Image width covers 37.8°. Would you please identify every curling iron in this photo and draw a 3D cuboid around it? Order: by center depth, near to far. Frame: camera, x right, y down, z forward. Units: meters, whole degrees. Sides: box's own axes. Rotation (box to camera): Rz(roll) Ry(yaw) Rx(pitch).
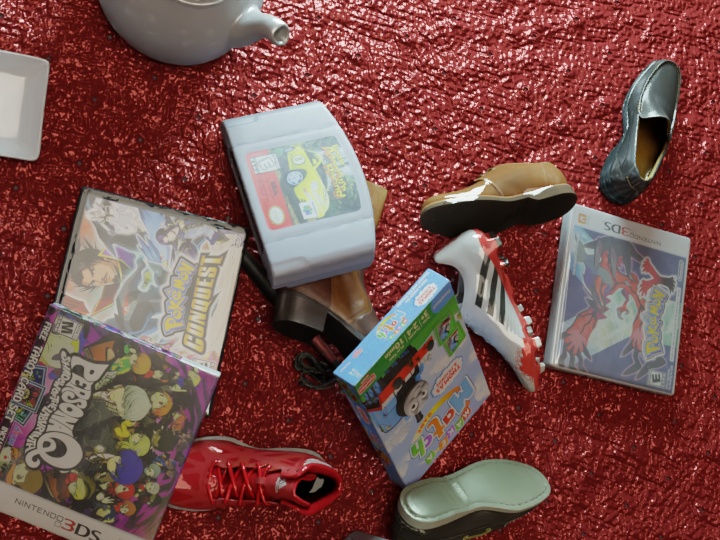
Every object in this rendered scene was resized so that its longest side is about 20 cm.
[{"bbox_3d":[-0.087,0.045,1.134,0.049,0.025,0.202,-35,95,-24],"label":"curling iron"}]

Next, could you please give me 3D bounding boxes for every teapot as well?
[{"bbox_3d":[-0.182,-0.321,1.084,0.196,0.146,0.202,1,82,-19],"label":"teapot"}]

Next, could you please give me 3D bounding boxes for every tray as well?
[{"bbox_3d":[-0.415,-0.173,1.042,0.196,0.022,0.110,7,80,-19],"label":"tray"}]

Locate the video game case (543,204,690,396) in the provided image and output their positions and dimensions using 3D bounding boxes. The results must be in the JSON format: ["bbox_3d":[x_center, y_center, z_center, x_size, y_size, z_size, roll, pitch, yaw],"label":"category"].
[{"bbox_3d":[0.318,0.037,1.290,0.179,0.023,0.204,14,78,-18],"label":"video game case"}]

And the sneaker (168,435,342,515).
[{"bbox_3d":[-0.111,0.206,1.056,0.196,0.115,0.080,-1,83,-21],"label":"sneaker"}]

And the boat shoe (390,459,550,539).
[{"bbox_3d":[0.121,0.262,1.168,0.198,0.061,0.072,-4,40,-29],"label":"boat shoe"}]

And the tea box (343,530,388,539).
[{"bbox_3d":[-0.011,0.407,1.058,0.198,0.133,0.199,-31,93,-21],"label":"tea box"}]

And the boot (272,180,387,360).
[{"bbox_3d":[0.000,0.000,1.163,0.186,0.068,0.203,21,61,-16],"label":"boot"}]

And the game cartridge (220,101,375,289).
[{"bbox_3d":[-0.061,-0.087,1.118,0.131,0.041,0.203,-13,67,-19],"label":"game cartridge"}]

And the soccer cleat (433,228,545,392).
[{"bbox_3d":[0.148,0.052,1.206,0.084,0.069,0.203,-22,100,2],"label":"soccer cleat"}]

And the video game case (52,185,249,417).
[{"bbox_3d":[-0.220,0.033,1.077,0.178,0.025,0.204,14,79,-13],"label":"video game case"}]

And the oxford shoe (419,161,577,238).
[{"bbox_3d":[0.153,-0.087,1.232,0.197,0.072,0.072,-10,58,-21],"label":"oxford shoe"}]

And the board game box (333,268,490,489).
[{"bbox_3d":[0.061,0.120,1.115,0.151,0.036,0.201,-46,139,-20],"label":"board game box"}]

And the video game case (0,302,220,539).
[{"bbox_3d":[-0.254,0.159,1.017,0.179,0.036,0.203,23,87,-6],"label":"video game case"}]

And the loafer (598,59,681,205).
[{"bbox_3d":[0.365,-0.178,1.309,0.072,0.072,0.203,24,74,-15],"label":"loafer"}]
